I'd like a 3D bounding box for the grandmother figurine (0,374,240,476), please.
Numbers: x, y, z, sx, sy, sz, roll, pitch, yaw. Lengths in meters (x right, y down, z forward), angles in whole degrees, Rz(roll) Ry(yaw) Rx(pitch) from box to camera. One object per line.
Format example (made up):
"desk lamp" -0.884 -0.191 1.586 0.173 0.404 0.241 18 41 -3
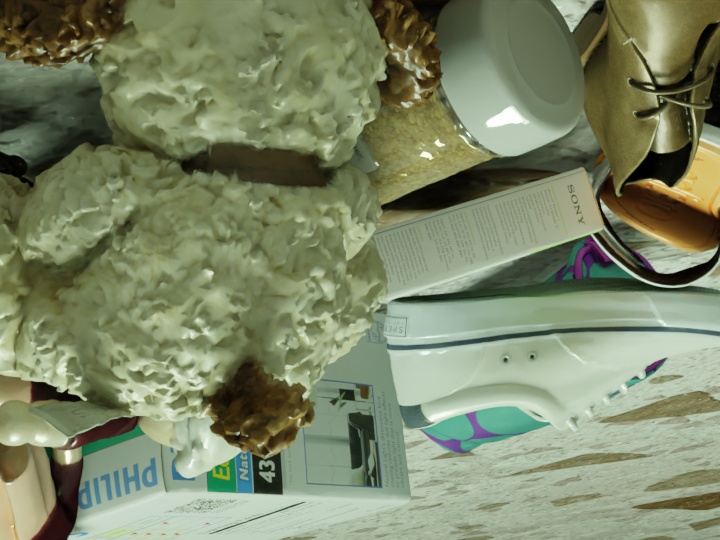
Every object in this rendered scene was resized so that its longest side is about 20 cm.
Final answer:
"grandmother figurine" -0.135 0.046 0.807 0.198 0.061 0.121 7 -161 -14

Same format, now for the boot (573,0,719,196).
"boot" 0.127 -0.090 0.783 0.073 0.076 0.200 -5 163 -4

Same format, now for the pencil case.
"pencil case" 0.104 0.047 1.198 0.085 0.093 0.200 6 159 -32

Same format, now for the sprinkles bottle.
"sprinkles bottle" -0.002 -0.058 0.835 0.199 0.069 0.068 -21 160 38

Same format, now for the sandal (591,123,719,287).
"sandal" 0.144 -0.027 0.967 0.079 0.060 0.207 20 172 9

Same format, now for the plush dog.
"plush dog" -0.053 -0.037 0.712 0.198 0.173 0.160 2 -168 -26

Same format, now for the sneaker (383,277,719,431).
"sneaker" 0.107 0.043 1.003 0.198 0.071 0.073 -3 -173 -12

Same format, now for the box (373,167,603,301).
"box" 0.000 0.000 0.966 0.199 0.037 0.144 -16 180 -26

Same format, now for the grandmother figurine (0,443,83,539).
"grandmother figurine" -0.182 0.133 1.049 0.121 0.060 0.201 -42 153 -21

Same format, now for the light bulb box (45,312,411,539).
"light bulb box" -0.109 0.101 1.217 0.199 0.126 0.197 9 157 -44

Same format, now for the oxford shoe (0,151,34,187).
"oxford shoe" -0.175 -0.034 0.836 0.084 0.073 0.200 -8 176 -11
